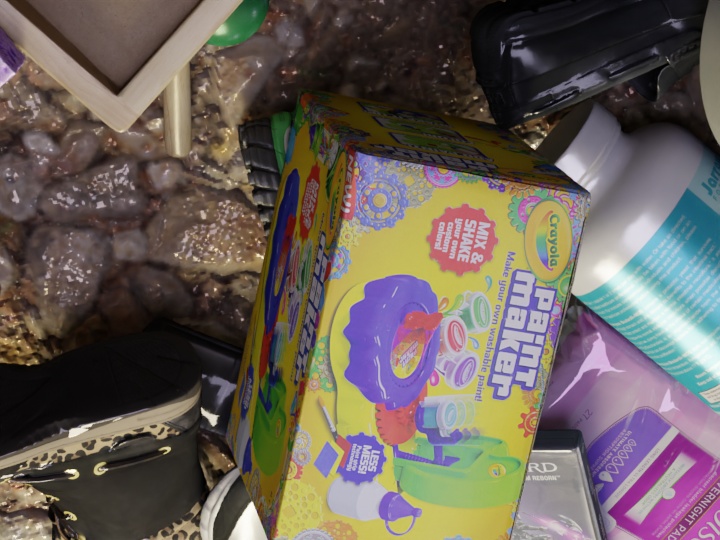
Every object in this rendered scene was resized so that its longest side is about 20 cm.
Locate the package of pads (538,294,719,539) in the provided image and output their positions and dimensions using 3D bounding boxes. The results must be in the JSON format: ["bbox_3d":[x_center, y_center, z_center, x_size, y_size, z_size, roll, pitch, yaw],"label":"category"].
[{"bbox_3d":[0.167,0.107,1.510,0.200,0.076,0.121,34,112,-19],"label":"package of pads"}]

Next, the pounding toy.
[{"bbox_3d":[-0.116,-0.169,1.334,0.200,0.142,0.184,41,105,-10],"label":"pounding toy"}]

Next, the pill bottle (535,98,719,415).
[{"bbox_3d":[0.181,-0.006,1.429,0.200,0.111,0.111,39,107,-11],"label":"pill bottle"}]

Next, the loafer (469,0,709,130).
[{"bbox_3d":[0.155,-0.127,1.388,0.200,0.068,0.071,-16,110,-14],"label":"loafer"}]

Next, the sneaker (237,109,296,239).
[{"bbox_3d":[0.000,0.000,1.441,0.085,0.078,0.200,-18,115,3],"label":"sneaker"}]

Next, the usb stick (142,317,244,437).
[{"bbox_3d":[-0.042,0.083,1.503,0.200,0.033,0.056,22,106,-15],"label":"usb stick"}]

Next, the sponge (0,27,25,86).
[{"bbox_3d":[-0.276,-0.085,1.291,0.200,0.030,0.112,-37,107,21],"label":"sponge"}]

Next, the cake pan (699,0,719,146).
[{"bbox_3d":[0.253,-0.128,1.377,0.200,0.037,0.201,-17,117,-36],"label":"cake pan"}]

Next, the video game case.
[{"bbox_3d":[0.075,0.165,1.508,0.142,0.019,0.200,-1,133,17],"label":"video game case"}]

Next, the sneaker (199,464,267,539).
[{"bbox_3d":[-0.050,0.189,1.504,0.074,0.080,0.200,-15,133,-26],"label":"sneaker"}]

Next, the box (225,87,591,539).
[{"bbox_3d":[0.019,0.028,1.320,0.122,0.193,0.201,10,100,-12],"label":"box"}]

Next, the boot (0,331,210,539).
[{"bbox_3d":[-0.177,0.114,1.455,0.199,0.073,0.151,-16,141,-5],"label":"boot"}]
